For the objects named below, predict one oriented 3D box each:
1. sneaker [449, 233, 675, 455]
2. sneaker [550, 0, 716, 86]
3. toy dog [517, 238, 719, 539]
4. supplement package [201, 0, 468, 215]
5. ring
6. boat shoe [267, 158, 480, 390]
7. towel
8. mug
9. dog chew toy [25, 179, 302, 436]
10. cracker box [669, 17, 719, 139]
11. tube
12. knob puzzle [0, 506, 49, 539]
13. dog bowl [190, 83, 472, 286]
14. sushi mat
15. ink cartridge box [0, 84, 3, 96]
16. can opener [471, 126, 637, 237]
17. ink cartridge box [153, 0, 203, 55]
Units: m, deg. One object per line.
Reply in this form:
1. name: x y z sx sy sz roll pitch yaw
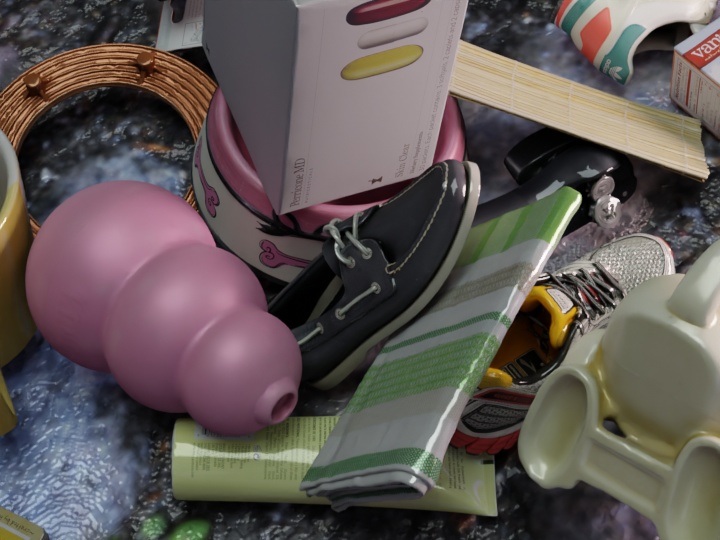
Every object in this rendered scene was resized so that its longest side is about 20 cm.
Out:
1. sneaker: 0.130 0.036 1.025 0.078 0.082 0.200 40 59 21
2. sneaker: 0.242 -0.203 1.209 0.200 0.070 0.093 -30 73 -16
3. toy dog: 0.206 0.050 0.959 0.139 0.194 0.200 18 24 34
4. supplement package: -0.022 -0.161 1.007 0.111 0.200 0.156 -16 60 -15
5. ring: -0.182 -0.079 1.170 0.200 0.019 0.201 -1 65 2
6. boat shoe: 0.000 0.000 1.007 0.063 0.200 0.073 23 40 -22
7. towel: 0.050 0.049 0.952 0.031 0.149 0.200 39 67 -15
8. mug: -0.278 0.012 1.057 0.149 0.153 0.187 3 55 9
9. dog chew toy: -0.115 0.030 1.012 0.125 0.125 0.200 -41 58 -21
10. cracker box: 0.329 -0.113 1.130 0.134 0.058 0.200 -33 58 -17
11. tube: -0.016 0.119 1.016 0.200 0.052 0.058 0 94 0
12. knob puzzle: -0.320 0.202 1.001 0.219 0.030 0.220 -3 55 5
13. dog bowl: -0.017 -0.086 1.122 0.200 0.074 0.200 2 57 -3
14. sushi mat: 0.141 -0.113 1.116 0.200 0.012 0.096 18 30 -5
15. ink cartridge box: -0.351 -0.096 1.166 0.067 0.116 0.200 31 63 25
16. can opener: 0.101 -0.031 1.096 0.200 0.063 0.079 -32 36 -19
17. ink cartridge box: -0.049 -0.198 1.240 0.200 0.050 0.109 -6 53 15
